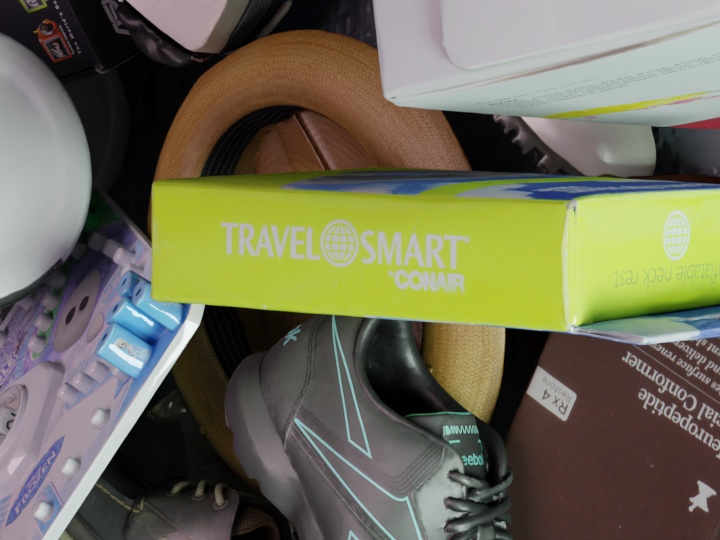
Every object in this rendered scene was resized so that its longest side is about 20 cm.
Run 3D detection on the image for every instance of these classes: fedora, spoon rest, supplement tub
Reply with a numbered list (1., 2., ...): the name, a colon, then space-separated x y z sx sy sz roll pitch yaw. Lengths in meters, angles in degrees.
1. fedora: 0.000 0.000 0.999 0.201 0.082 0.201 6 100 39
2. spoon rest: -0.164 -0.023 1.158 0.099 0.061 0.200 36 115 38
3. supplement tub: -0.207 -0.031 1.056 0.200 0.123 0.123 -12 82 59

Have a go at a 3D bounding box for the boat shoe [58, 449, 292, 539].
1. boat shoe: -0.059 0.121 1.000 0.200 0.074 0.073 45 102 20

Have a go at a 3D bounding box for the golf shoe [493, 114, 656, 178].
1. golf shoe: 0.076 -0.120 0.936 0.088 0.077 0.200 -31 71 31

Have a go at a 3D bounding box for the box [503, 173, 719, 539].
1. box: 0.110 0.074 0.908 0.100 0.075 0.200 35 115 35

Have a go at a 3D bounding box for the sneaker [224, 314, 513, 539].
1. sneaker: 0.021 0.100 0.892 0.079 0.075 0.200 -39 70 26

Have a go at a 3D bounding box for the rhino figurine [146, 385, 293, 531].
1. rhino figurine: -0.103 0.130 1.104 0.087 0.060 0.200 49 125 1

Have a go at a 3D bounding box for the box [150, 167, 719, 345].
1. box: 0.041 -0.008 0.832 0.200 0.122 0.048 4 96 38

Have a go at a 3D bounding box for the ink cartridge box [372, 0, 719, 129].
1. ink cartridge box: 0.114 -0.131 0.814 0.145 0.200 0.145 -11 84 42

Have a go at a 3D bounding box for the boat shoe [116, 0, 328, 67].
1. boat shoe: -0.025 -0.177 1.008 0.075 0.093 0.200 40 113 18

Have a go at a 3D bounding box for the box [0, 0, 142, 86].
1. box: -0.190 -0.168 1.081 0.161 0.049 0.200 -9 112 47

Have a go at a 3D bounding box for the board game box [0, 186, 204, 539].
1. board game box: -0.150 0.066 1.009 0.200 0.026 0.200 -57 23 3
